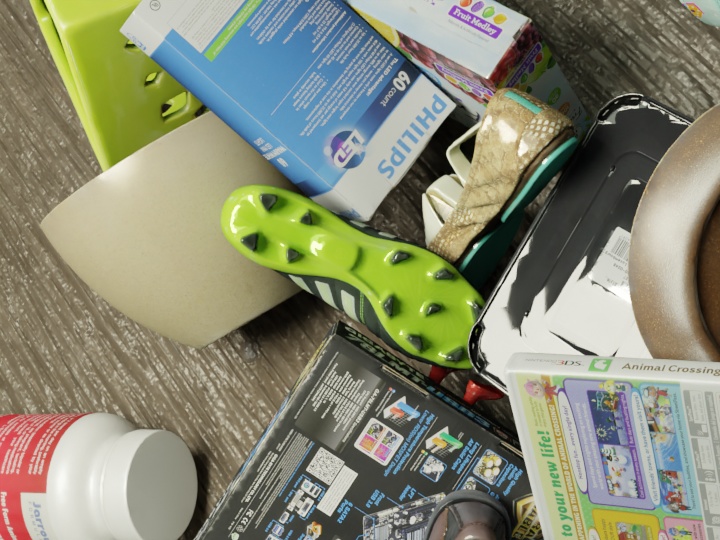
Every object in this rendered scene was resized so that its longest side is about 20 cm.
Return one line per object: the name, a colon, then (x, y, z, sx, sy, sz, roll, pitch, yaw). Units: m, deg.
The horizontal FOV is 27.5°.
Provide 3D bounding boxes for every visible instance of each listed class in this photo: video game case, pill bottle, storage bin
video game case: (0.186, 0.136, 0.837, 0.181, 0.022, 0.201, 1, 123, 29)
pill bottle: (-0.227, 0.165, 1.115, 0.199, 0.112, 0.113, -5, 76, 31)
storage bin: (0.177, 0.009, 0.913, 0.135, 0.094, 0.201, 34, 98, 33)

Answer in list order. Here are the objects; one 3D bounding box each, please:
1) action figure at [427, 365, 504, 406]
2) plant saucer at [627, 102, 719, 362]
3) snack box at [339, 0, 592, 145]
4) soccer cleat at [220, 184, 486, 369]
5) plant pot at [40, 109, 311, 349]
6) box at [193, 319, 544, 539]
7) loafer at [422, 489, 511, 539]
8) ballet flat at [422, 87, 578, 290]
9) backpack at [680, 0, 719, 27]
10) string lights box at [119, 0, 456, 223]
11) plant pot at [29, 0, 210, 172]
action figure: (0.030, 0.157, 0.995, 0.065, 0.052, 0.201, 36, 101, 38)
plant saucer: (0.249, -0.006, 0.825, 0.201, 0.199, 0.032, -60, 17, 6)
snack box: (0.050, -0.154, 1.000, 0.200, 0.142, 0.053, 35, 87, 33)
soccer cleat: (0.000, 0.000, 0.960, 0.199, 0.081, 0.068, 29, 90, -10)
plant pot: (-0.110, -0.023, 1.059, 0.200, 0.200, 0.135, -30, 90, 23)
box: (0.013, 0.169, 0.943, 0.198, 0.050, 0.201, 32, 99, -4)
loafer: (0.052, 0.237, 0.897, 0.071, 0.063, 0.201, 8, 99, 0)
ballet flat: (0.078, -0.049, 0.954, 0.065, 0.070, 0.200, 46, 143, 13)
backpack: (0.271, -0.235, 0.889, 0.127, 0.166, 0.201, 39, 103, 52)
string lights box: (-0.046, -0.132, 0.961, 0.103, 0.200, 0.059, -52, 12, -15)
plant pot: (-0.152, -0.214, 1.098, 0.181, 0.200, 0.200, -23, 61, -11)
